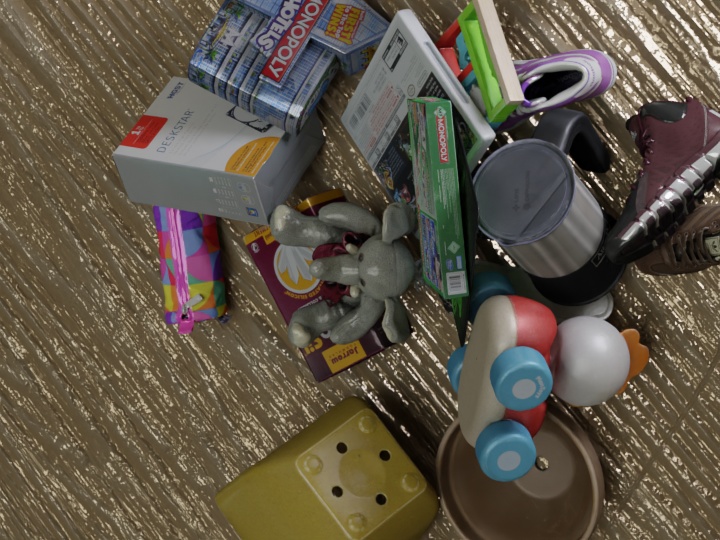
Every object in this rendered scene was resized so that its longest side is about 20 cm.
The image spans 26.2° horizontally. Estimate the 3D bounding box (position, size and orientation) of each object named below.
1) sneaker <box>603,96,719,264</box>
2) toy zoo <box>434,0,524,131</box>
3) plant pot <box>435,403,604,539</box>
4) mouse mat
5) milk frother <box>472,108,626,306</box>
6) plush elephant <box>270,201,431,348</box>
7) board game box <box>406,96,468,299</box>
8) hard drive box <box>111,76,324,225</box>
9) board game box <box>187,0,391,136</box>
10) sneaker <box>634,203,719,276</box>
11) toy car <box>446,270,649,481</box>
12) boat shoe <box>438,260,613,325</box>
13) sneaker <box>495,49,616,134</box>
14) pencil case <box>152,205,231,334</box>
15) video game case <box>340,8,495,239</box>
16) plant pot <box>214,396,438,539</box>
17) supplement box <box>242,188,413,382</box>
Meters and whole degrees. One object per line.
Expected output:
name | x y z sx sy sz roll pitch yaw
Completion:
sneaker | 0.305 -0.104 1.635 0.200 0.076 0.115 -43 63 -7
toy zoo | 0.109 -0.196 1.710 0.200 0.020 0.132 -45 56 57
plant pot | 0.193 0.235 1.776 0.200 0.093 0.202 6 102 27
mouse mat | 0.103 -0.039 1.639 0.007 0.161 0.201 -4 134 -6
milk frother | 0.167 -0.072 1.667 0.199 0.188 0.181 -6 66 25
plush elephant | 0.000 0.000 1.717 0.199 0.155 0.166 -2 86 -2
board game box | 0.080 -0.080 1.625 0.029 0.135 0.201 -7 99 -5
hard drive box | -0.168 -0.145 1.844 0.199 0.156 0.077 9 139 26
board game box | -0.068 -0.267 1.782 0.199 0.062 0.201 27 76 12
sneaker | 0.372 -0.037 1.631 0.199 0.075 0.071 -18 92 29
toy car | 0.212 0.113 1.649 0.199 0.185 0.178 3 119 -11
boat shoe | 0.187 0.037 1.755 0.199 0.074 0.060 6 145 11
sneaker | 0.169 -0.194 1.685 0.200 0.114 0.073 -19 93 31
pencil case | -0.216 -0.027 1.944 0.088 0.088 0.201 -3 98 28
video game case | 0.060 -0.162 1.737 0.182 0.023 0.200 58 146 19
plant pot | -0.022 0.261 1.794 0.195 0.195 0.200 52 153 9
supplement box | -0.039 0.018 1.856 0.110 0.086 0.201 -29 87 29
